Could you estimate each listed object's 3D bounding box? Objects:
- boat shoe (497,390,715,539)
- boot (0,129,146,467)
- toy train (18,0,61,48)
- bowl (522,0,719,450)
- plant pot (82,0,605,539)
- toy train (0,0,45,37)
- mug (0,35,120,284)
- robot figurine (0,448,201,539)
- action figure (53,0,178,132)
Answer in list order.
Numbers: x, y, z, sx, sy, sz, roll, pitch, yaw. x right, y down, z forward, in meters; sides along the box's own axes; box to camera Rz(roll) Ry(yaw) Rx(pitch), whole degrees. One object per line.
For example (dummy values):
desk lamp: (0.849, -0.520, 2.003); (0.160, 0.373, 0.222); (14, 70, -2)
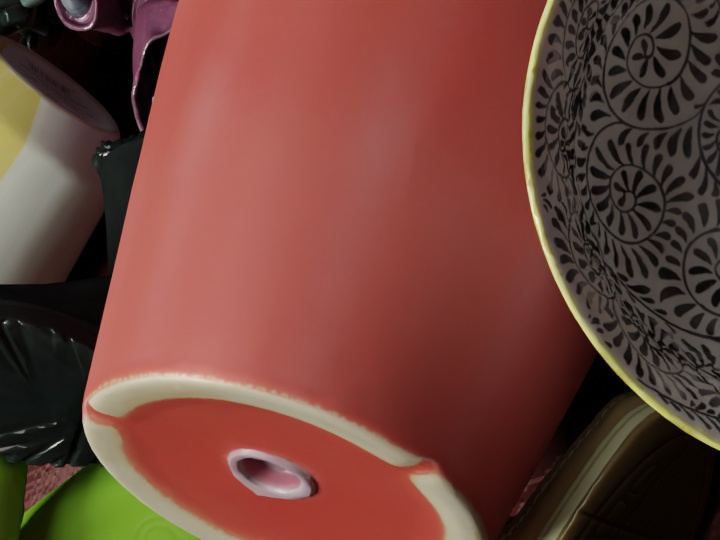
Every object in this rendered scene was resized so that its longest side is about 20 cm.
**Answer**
boat shoe: (0.052, 0.121, 0.741); (0.066, 0.074, 0.200); (42, 107, 45)
boot: (-0.094, 0.002, 0.857); (0.163, 0.198, 0.073); (-93, 16, -48)
toy train: (-0.179, -0.223, 1.203); (0.034, 0.046, 0.201); (-10, 67, 48)
bowl: (0.138, -0.036, 0.651); (0.094, 0.200, 0.201); (154, 132, -81)
plant pot: (0.000, 0.000, 0.723); (0.200, 0.200, 0.178); (-14, 46, 47)
toy train: (-0.223, -0.157, 1.081); (0.200, 0.114, 0.085); (-20, 88, 69)
mug: (-0.209, -0.038, 1.060); (0.149, 0.186, 0.153); (43, 100, 21)
robot figurine: (-0.106, 0.148, 0.852); (0.200, 0.176, 0.116); (-38, 42, -13)
action figure: (-0.074, -0.124, 1.017); (0.200, 0.134, 0.149); (-138, 30, -63)
